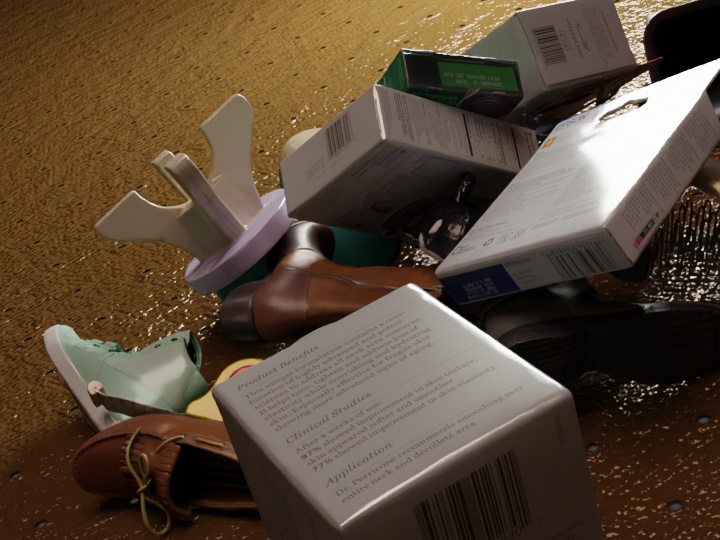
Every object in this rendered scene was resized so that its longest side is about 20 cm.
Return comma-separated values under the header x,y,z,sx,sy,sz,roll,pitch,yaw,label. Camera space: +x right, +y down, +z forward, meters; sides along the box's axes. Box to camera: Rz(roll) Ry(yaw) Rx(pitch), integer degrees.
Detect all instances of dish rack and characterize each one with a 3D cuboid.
x,y,z,sx,sy,sz,roll,pitch,yaw,label
0.274,-0.025,1.044,0.197,0.055,0.154,1,15,-7,dish rack

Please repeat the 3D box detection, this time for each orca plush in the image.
x,y,z,sx,sy,sz,roll,pitch,yaw,label
0.100,-0.047,1.138,0.104,0.072,0.200,19,10,20,orca plush

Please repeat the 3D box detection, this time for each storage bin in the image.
x,y,z,sx,sy,sz,roll,pitch,yaw,label
0.392,-0.253,1.389,0.198,0.147,0.135,-15,17,7,storage bin

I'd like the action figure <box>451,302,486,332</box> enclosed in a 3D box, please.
x,y,z,sx,sy,sz,roll,pitch,yaw,label
0.085,0.060,1.088,0.198,0.055,0.118,-15,24,-2,action figure

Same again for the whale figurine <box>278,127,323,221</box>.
x,y,z,sx,sy,sz,roll,pitch,yaw,label
0.008,-0.092,1.387,0.198,0.105,0.159,-6,21,-34,whale figurine

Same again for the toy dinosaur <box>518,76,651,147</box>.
x,y,z,sx,sy,sz,roll,pitch,yaw,label
0.214,-0.133,1.281,0.198,0.106,0.181,-2,11,42,toy dinosaur

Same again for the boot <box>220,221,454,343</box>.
x,y,z,sx,sy,sz,roll,pitch,yaw,label
0.000,0.000,1.144,0.198,0.069,0.188,-6,17,26,boot

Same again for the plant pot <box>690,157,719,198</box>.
x,y,z,sx,sy,sz,roll,pitch,yaw,label
0.315,-0.066,1.063,0.198,0.028,0.200,22,10,-4,plant pot

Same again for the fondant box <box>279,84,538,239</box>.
x,y,z,sx,sy,sz,roll,pitch,yaw,label
0.048,-0.088,1.181,0.144,0.198,0.059,-34,56,42,fondant box

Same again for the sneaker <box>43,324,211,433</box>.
x,y,z,sx,sy,sz,roll,pitch,yaw,label
-0.206,0.088,1.185,0.118,0.074,0.200,-34,41,-16,sneaker

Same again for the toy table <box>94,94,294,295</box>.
x,y,z,sx,sy,sz,roll,pitch,yaw,label
-0.145,-0.061,1.228,0.184,0.117,0.200,-46,14,-18,toy table

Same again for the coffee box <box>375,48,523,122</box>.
x,y,z,sx,sy,sz,roll,pitch,yaw,label
0.055,-0.129,1.219,0.122,0.044,0.200,2,-26,-24,coffee box

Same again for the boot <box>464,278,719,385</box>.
x,y,z,sx,sy,sz,roll,pitch,yaw,label
0.185,0.027,1.022,0.197,0.071,0.132,-2,31,-6,boot

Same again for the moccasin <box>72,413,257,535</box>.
x,y,z,sx,sy,sz,roll,pitch,yaw,label
-0.140,0.160,1.027,0.199,0.075,0.078,4,24,19,moccasin

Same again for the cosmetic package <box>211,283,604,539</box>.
x,y,z,sx,sy,sz,roll,pitch,yaw,label
0.032,0.141,0.845,0.166,0.168,0.200,-27,29,-17,cosmetic package

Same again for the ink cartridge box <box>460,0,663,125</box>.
x,y,z,sx,sy,sz,roll,pitch,yaw,label
0.177,-0.197,1.337,0.174,0.085,0.200,-18,-6,-34,ink cartridge box

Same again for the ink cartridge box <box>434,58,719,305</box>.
x,y,z,sx,sy,sz,roll,pitch,yaw,label
0.174,-0.063,0.990,0.200,0.043,0.196,-47,16,-30,ink cartridge box

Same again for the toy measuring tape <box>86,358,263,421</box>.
x,y,z,sx,sy,sz,roll,pitch,yaw,label
-0.123,0.101,1.083,0.198,0.074,0.074,12,34,10,toy measuring tape

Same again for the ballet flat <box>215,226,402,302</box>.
x,y,z,sx,sy,sz,roll,pitch,yaw,label
-0.050,-0.013,1.297,0.198,0.070,0.070,-13,28,13,ballet flat
